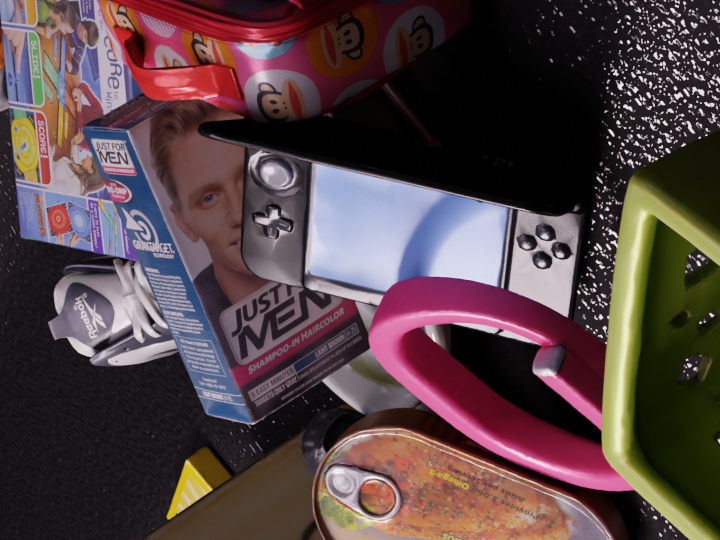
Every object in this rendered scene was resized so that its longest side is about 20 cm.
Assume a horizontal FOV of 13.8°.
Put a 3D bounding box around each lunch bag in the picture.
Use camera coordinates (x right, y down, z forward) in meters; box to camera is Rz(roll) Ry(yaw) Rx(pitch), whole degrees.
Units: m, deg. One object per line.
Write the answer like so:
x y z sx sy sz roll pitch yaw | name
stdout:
-0.056 -0.147 1.643 0.200 0.176 0.082 23 137 48 | lunch bag

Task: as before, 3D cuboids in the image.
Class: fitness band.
0.091 0.067 1.692 0.143 0.038 0.200 0 148 44 | fitness band

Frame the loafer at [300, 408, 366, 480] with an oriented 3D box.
0.049 0.155 1.871 0.200 0.068 0.070 42 156 -16 | loafer

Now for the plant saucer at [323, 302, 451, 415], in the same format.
0.000 0.000 1.845 0.200 0.050 0.201 40 148 32 | plant saucer

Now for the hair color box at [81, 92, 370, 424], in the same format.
-0.079 -0.019 1.792 0.060 0.100 0.201 7 125 56 | hair color box

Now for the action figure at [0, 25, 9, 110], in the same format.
-0.286 -0.185 2.080 0.200 0.104 0.194 40 158 35 | action figure

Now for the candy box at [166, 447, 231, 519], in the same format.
-0.071 0.233 2.242 0.200 0.026 0.102 49 149 17 | candy box

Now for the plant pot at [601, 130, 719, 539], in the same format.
0.240 0.035 1.330 0.200 0.181 0.199 40 149 30 | plant pot

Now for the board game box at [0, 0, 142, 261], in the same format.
-0.174 -0.112 1.901 0.135 0.034 0.201 12 111 46 | board game box

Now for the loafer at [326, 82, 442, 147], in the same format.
0.012 -0.067 1.727 0.200 0.072 0.063 53 153 8 | loafer

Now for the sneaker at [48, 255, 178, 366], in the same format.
-0.142 0.019 1.968 0.199 0.129 0.080 149 105 -80 | sneaker

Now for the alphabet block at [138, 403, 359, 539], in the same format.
-0.060 0.236 2.034 0.196 0.200 0.196 58 153 0 | alphabet block

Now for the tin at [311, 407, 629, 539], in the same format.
0.068 0.156 1.806 0.199 0.042 0.112 23 113 7 | tin

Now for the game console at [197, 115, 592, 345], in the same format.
0.017 -0.018 1.627 0.199 0.117 0.176 14 130 11 | game console
